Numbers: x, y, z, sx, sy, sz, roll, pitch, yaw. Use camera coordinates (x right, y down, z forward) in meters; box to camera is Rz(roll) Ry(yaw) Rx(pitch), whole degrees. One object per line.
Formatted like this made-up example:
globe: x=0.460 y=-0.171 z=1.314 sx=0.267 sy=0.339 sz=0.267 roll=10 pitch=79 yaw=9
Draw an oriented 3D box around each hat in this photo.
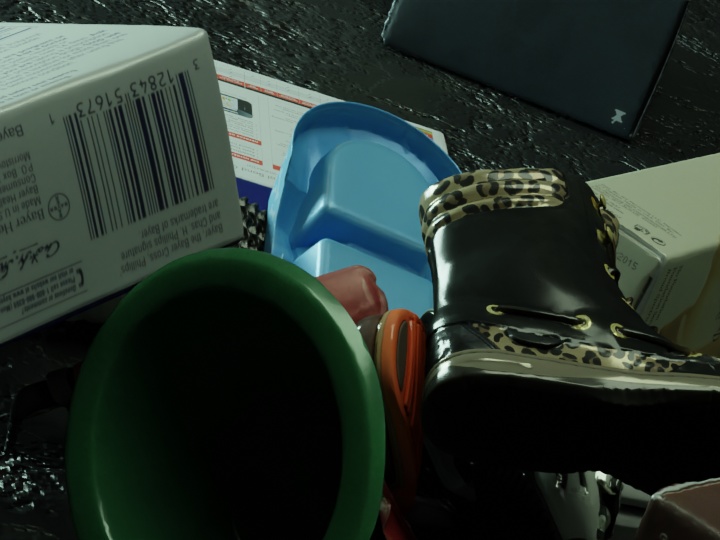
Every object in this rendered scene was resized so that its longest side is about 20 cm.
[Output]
hat: x=-0.017 y=0.099 z=1.304 sx=0.165 sy=0.201 sz=0.176 roll=-8 pitch=-10 yaw=31

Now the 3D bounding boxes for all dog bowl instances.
dog bowl: x=0.000 y=0.000 z=1.497 sx=0.111 sy=0.050 sz=0.200 roll=23 pitch=41 yaw=-18

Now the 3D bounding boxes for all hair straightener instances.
hair straightener: x=-0.085 y=0.052 z=1.376 sx=0.200 sy=0.077 sz=0.041 roll=-22 pitch=77 yaw=-16

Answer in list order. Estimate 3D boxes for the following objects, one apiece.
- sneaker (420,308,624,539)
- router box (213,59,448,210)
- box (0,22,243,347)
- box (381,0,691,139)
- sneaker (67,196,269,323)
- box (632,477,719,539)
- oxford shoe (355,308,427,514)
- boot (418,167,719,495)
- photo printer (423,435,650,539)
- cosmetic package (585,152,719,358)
sneaker: x=0.098 y=0.098 z=1.367 sx=0.088 sy=0.074 sz=0.200 roll=-5 pitch=57 yaw=-24
router box: x=-0.043 y=-0.057 z=1.722 sx=0.199 sy=0.049 sz=0.180 roll=17 pitch=23 yaw=-10
box: x=-0.189 y=-0.038 z=1.319 sx=0.184 sy=0.105 sz=0.200 roll=-25 pitch=21 yaw=-40
box: x=0.136 y=-0.211 z=2.148 sx=0.199 sy=0.124 sz=0.197 roll=21 pitch=24 yaw=-1
sneaker: x=-0.105 y=-0.001 z=1.504 sx=0.200 sy=0.093 sz=0.070 roll=34 pitch=38 yaw=-44
box: x=0.206 y=0.201 z=1.198 sx=0.200 sy=0.166 sz=0.164 roll=37 pitch=25 yaw=32
oxford shoe: x=-0.006 y=0.069 z=1.347 sx=0.072 sy=0.200 sz=0.071 roll=5 pitch=67 yaw=1
boot: x=0.117 y=0.029 z=1.310 sx=0.199 sy=0.073 sz=0.151 roll=7 pitch=40 yaw=-12
photo printer: x=0.107 y=0.073 z=1.532 sx=0.166 sy=0.070 sz=0.200 roll=13 pitch=24 yaw=-21
cosmetic package: x=0.160 y=0.005 z=1.508 sx=0.071 sy=0.105 sz=0.200 roll=35 pitch=27 yaw=25
